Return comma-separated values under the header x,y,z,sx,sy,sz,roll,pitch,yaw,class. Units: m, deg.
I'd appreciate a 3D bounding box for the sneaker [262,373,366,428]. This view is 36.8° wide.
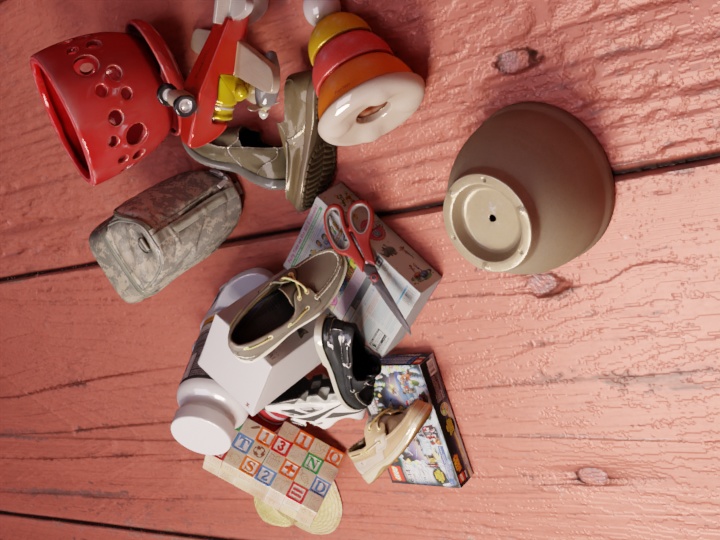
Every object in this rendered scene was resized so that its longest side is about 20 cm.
x,y,z,sx,sy,sz,roll,pitch,yaw,class
-0.084,0.211,1.673,0.196,0.075,0.090,-4,124,19,sneaker

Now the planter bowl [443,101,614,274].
x,y,z,sx,sy,sz,roll,pitch,yaw,class
0.178,-0.079,1.264,0.198,0.134,0.203,21,126,32,planter bowl

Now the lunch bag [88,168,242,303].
x,y,z,sx,sy,sz,roll,pitch,yaw,class
-0.285,-0.063,1.634,0.167,0.199,0.141,-21,103,49,lunch bag

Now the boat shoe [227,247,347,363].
x,y,z,sx,sy,sz,roll,pitch,yaw,class
-0.097,0.042,1.445,0.072,0.201,0.060,45,172,15,boat shoe

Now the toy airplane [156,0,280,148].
x,y,z,sx,sy,sz,roll,pitch,yaw,class
-0.171,-0.280,1.468,0.198,0.140,0.203,-28,52,38,toy airplane

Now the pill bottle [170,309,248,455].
x,y,z,sx,sy,sz,roll,pitch,yaw,class
-0.212,0.168,1.640,0.114,0.202,0.117,9,139,8,pill bottle

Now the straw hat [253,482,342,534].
x,y,z,sx,sy,sz,roll,pitch,yaw,class
-0.133,0.385,1.833,0.199,0.085,0.204,20,125,32,straw hat

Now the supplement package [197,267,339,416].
x,y,z,sx,sy,sz,roll,pitch,yaw,class
-0.120,0.093,1.572,0.117,0.199,0.118,40,134,14,supplement package

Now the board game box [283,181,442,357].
x,y,z,sx,sy,sz,roll,pitch,yaw,class
0.000,0.000,1.515,0.200,0.064,0.148,43,133,12,board game box

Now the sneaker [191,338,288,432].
x,y,z,sx,sy,sz,roll,pitch,yaw,class
-0.186,0.174,1.769,0.200,0.071,0.112,48,140,-2,sneaker

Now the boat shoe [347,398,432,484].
x,y,z,sx,sy,sz,roll,pitch,yaw,class
0.034,0.237,1.554,0.069,0.074,0.201,41,135,6,boat shoe

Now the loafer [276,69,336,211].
x,y,z,sx,sy,sz,roll,pitch,yaw,class
-0.075,-0.180,1.475,0.067,0.076,0.203,24,118,29,loafer

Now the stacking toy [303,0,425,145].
x,y,z,sx,sy,sz,roll,pitch,yaw,class
-0.017,-0.273,1.354,0.146,0.144,0.203,-39,68,46,stacking toy

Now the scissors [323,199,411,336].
x,y,z,sx,sy,sz,roll,pitch,yaw,class
0.008,0.002,1.440,0.072,0.014,0.203,-20,85,14,scissors

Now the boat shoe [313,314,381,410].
x,y,z,sx,sy,sz,roll,pitch,yaw,class
-0.004,0.131,1.509,0.065,0.075,0.201,-2,136,21,boat shoe

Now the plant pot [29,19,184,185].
x,y,z,sx,sy,sz,roll,pitch,yaw,class
-0.353,-0.248,1.567,0.201,0.180,0.202,52,158,31,plant pot

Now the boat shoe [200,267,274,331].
x,y,z,sx,sy,sz,roll,pitch,yaw,class
-0.187,0.040,1.696,0.071,0.068,0.200,28,138,-14,boat shoe

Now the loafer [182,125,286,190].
x,y,z,sx,sy,sz,roll,pitch,yaw,class
-0.173,-0.180,1.566,0.198,0.075,0.071,23,115,24,loafer

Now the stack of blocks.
x,y,z,sx,sy,sz,roll,pitch,yaw,class
-0.137,0.304,1.727,0.198,0.116,0.059,28,143,3,stack of blocks

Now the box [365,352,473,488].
x,y,z,sx,sy,sz,roll,pitch,yaw,class
0.075,0.220,1.591,0.135,0.040,0.203,-6,110,44,box
